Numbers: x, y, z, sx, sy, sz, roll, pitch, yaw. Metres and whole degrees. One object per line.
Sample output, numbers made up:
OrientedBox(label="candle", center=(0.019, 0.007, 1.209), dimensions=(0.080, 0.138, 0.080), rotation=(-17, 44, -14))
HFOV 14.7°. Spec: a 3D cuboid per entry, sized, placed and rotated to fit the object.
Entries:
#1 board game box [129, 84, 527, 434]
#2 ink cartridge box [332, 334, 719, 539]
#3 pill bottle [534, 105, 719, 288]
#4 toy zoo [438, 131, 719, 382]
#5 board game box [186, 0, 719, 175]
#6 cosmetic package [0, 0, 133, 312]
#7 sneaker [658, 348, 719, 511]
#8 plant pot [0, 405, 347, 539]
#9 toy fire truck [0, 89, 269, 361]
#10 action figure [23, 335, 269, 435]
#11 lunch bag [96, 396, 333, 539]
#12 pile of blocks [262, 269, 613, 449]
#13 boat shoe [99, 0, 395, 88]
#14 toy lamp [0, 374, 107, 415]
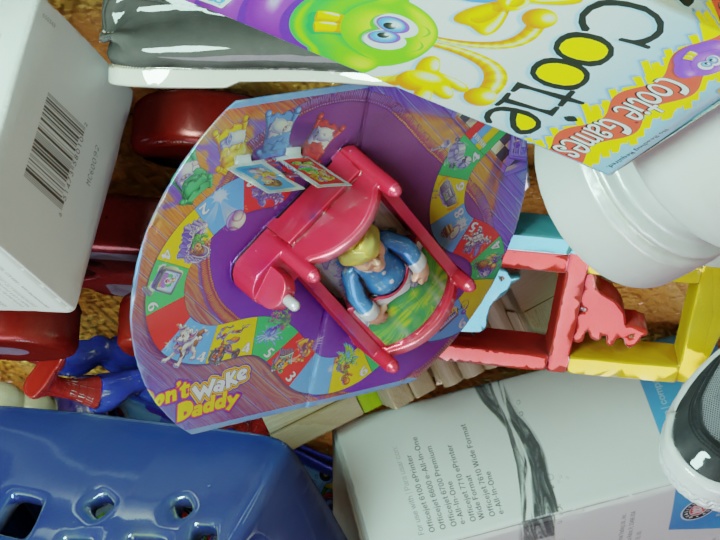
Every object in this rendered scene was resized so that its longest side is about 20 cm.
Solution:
OrientedBox(label="board game box", center=(0.000, 0.000, 1.148), dimensions=(0.200, 0.039, 0.158), rotation=(-11, 126, -35))
OrientedBox(label="ink cartridge box", center=(0.089, 0.117, 1.412), dimensions=(0.200, 0.084, 0.145), rotation=(-14, 153, -7))
OrientedBox(label="pill bottle", center=(0.165, -0.070, 1.093), dimensions=(0.114, 0.114, 0.200), rotation=(21, 145, -30))
OrientedBox(label="toy zoo", center=(0.094, -0.012, 1.243), dimensions=(0.200, 0.020, 0.131), rotation=(6, 124, -6))
OrientedBox(label="board game box", center=(0.044, -0.129, 1.008), dimensions=(0.200, 0.105, 0.103), rotation=(20, 146, -30))
OrientedBox(label="cosmetic package", center=(-0.206, -0.047, 1.133), dimensions=(0.200, 0.108, 0.085), rotation=(2, 155, 28))
OrientedBox(label="sneaker", center=(0.212, 0.020, 1.227), dimensions=(0.200, 0.075, 0.114), rotation=(-33, 154, -29))
OrientedBox(label="plant pot", center=(-0.115, 0.197, 1.320), dimensions=(0.200, 0.180, 0.200), rotation=(4, 137, 31))
OrientedBox(label="toy fire truck", center=(-0.110, -0.009, 1.245), dimensions=(0.200, 0.112, 0.168), rotation=(2, 169, 2))
OrientedBox(label="action figure", center=(-0.095, 0.050, 1.376), dimensions=(0.065, 0.052, 0.200), rotation=(31, -173, 38))
OrientedBox(label="lunch bag", center=(-0.087, 0.144, 1.536), dimensions=(0.200, 0.094, 0.151), rotation=(12, 148, -35))
OrientedBox(label="pile of blocks", center=(0.027, 0.023, 1.343), dimensions=(0.200, 0.082, 0.062), rotation=(-21, 101, 20))
OrientedBox(label="boat shoe", center=(-0.004, -0.103, 1.104), dimensions=(0.200, 0.057, 0.067), rotation=(-2, -169, 0))
OrientedBox(label="toy lamp", center=(-0.226, 0.053, 1.401), dimensions=(0.200, 0.058, 0.058), rotation=(15, 149, -26))
